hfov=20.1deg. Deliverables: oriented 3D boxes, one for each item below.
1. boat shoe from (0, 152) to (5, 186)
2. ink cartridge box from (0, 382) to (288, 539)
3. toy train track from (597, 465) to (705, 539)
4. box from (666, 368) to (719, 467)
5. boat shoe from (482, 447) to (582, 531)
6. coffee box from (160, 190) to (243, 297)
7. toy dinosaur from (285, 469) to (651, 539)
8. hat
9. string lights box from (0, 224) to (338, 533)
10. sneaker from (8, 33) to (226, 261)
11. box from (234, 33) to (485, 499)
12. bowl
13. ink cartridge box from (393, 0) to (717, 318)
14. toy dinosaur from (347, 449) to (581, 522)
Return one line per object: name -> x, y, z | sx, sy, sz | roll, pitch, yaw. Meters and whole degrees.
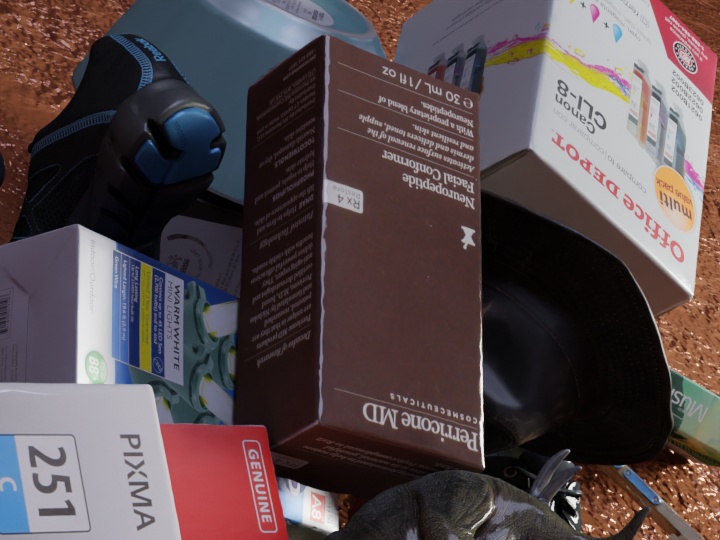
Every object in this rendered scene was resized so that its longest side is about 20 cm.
boat shoe -> -0.283, -0.103, 1.177 | 0.200, 0.075, 0.062 | 41, 19, 14
ink cartridge box -> -0.078, 0.144, 0.795 | 0.175, 0.045, 0.202 | 4, 64, -39
toy train track -> 0.132, 0.115, 1.224 | 0.200, 0.032, 0.115 | 44, -14, 33
box -> 0.154, 0.065, 1.306 | 0.199, 0.037, 0.144 | 28, -5, -1
boat shoe -> 0.092, 0.123, 1.145 | 0.074, 0.066, 0.200 | 23, 23, -16
coffee box -> -0.086, -0.024, 1.225 | 0.199, 0.080, 0.113 | 17, 23, -27
toy dinosaur -> 0.029, 0.127, 0.899 | 0.103, 0.199, 0.077 | 60, -1, 42
hat -> 0.060, 0.048, 1.047 | 0.200, 0.201, 0.081 | 36, 54, 17
string lights box -> -0.089, 0.060, 0.945 | 0.199, 0.059, 0.104 | 26, 56, -52
sneaker -> -0.135, -0.022, 0.992 | 0.073, 0.201, 0.082 | 10, 34, -45
box -> 0.000, 0.000, 0.965 | 0.100, 0.075, 0.202 | 17, 62, -33
bowl -> -0.063, -0.121, 1.224 | 0.199, 0.106, 0.201 | 23, 19, -8
ink cartridge box -> 0.103, -0.067, 1.173 | 0.145, 0.144, 0.201 | 38, 44, -26
toy dinosaur -> 0.082, 0.161, 0.999 | 0.180, 0.105, 0.201 | 5, 49, -7
